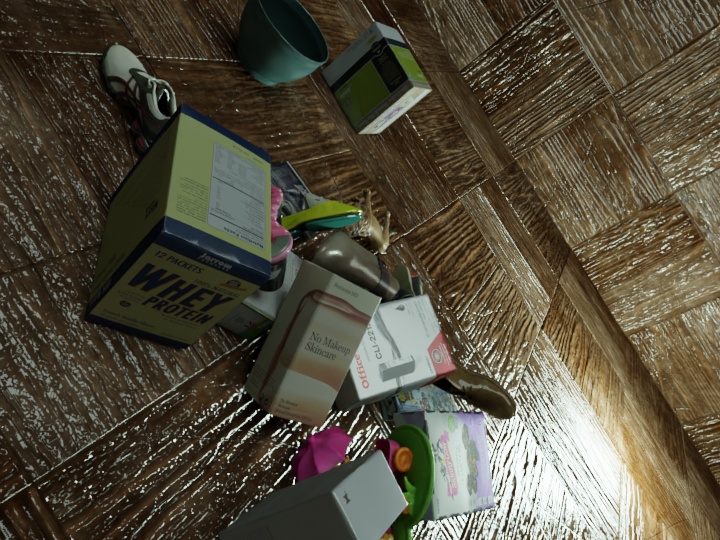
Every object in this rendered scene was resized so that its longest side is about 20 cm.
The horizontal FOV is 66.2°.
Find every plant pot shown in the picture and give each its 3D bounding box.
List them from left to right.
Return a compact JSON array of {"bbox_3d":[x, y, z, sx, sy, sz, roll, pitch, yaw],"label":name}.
[{"bbox_3d":[-0.183,-0.487,1.188,0.199,0.134,0.202,34,39,-32],"label":"plant pot"}]

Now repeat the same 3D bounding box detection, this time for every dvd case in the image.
[{"bbox_3d":[-0.122,-0.134,1.031,0.149,0.016,0.200,54,16,-7],"label":"dvd case"}]

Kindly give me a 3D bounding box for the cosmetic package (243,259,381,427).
[{"bbox_3d":[-0.066,0.102,0.773,0.103,0.087,0.202,25,88,-38],"label":"cosmetic package"}]

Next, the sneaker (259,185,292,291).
[{"bbox_3d":[-0.140,-0.048,0.791,0.078,0.096,0.201,-7,40,-9],"label":"sneaker"}]

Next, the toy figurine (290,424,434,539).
[{"bbox_3d":[-0.015,0.303,0.776,0.182,0.150,0.203,20,70,-26],"label":"toy figurine"}]

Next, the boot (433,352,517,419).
[{"bbox_3d":[0.200,0.227,1.043,0.199,0.074,0.075,32,27,13],"label":"boot"}]

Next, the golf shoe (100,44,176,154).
[{"bbox_3d":[-0.325,-0.273,0.848,0.077,0.088,0.202,-16,75,-56],"label":"golf shoe"}]

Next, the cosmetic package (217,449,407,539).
[{"bbox_3d":[-0.057,0.283,0.626,0.101,0.199,0.072,-17,76,-57],"label":"cosmetic package"}]

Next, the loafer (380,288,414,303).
[{"bbox_3d":[0.077,0.067,1.092,0.068,0.070,0.202,28,28,-47],"label":"loafer"}]

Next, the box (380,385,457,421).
[{"bbox_3d":[0.104,0.219,1.062,0.199,0.040,0.138,19,48,-46],"label":"box"}]

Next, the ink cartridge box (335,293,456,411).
[{"bbox_3d":[0.041,0.135,0.932,0.198,0.084,0.146,-10,70,-29],"label":"ink cartridge box"}]

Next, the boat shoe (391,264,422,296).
[{"bbox_3d":[0.106,0.075,1.168,0.062,0.071,0.202,38,32,-33],"label":"boat shoe"}]

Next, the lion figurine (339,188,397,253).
[{"bbox_3d":[0.021,-0.089,1.189,0.199,0.072,0.124,35,45,-39],"label":"lion figurine"}]

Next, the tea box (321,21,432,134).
[{"bbox_3d":[0.043,-0.497,1.451,0.198,0.199,0.133,61,31,4],"label":"tea box"}]

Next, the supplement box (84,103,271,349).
[{"bbox_3d":[-0.220,-0.048,0.686,0.133,0.199,0.202,25,43,-36],"label":"supplement box"}]

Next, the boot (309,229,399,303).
[{"bbox_3d":[0.000,0.000,0.945,0.146,0.070,0.200,40,16,4],"label":"boot"}]

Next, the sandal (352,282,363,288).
[{"bbox_3d":[-0.028,0.018,1.034,0.199,0.054,0.083,4,60,-61],"label":"sandal"}]

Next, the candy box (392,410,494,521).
[{"bbox_3d":[0.147,0.333,0.959,0.199,0.071,0.170,17,63,-47],"label":"candy box"}]

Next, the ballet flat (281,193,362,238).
[{"bbox_3d":[-0.097,-0.088,0.906,0.067,0.197,0.068,32,41,-78],"label":"ballet flat"}]

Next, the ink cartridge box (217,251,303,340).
[{"bbox_3d":[-0.142,0.035,0.848,0.199,0.075,0.149,37,36,-36],"label":"ink cartridge box"}]
